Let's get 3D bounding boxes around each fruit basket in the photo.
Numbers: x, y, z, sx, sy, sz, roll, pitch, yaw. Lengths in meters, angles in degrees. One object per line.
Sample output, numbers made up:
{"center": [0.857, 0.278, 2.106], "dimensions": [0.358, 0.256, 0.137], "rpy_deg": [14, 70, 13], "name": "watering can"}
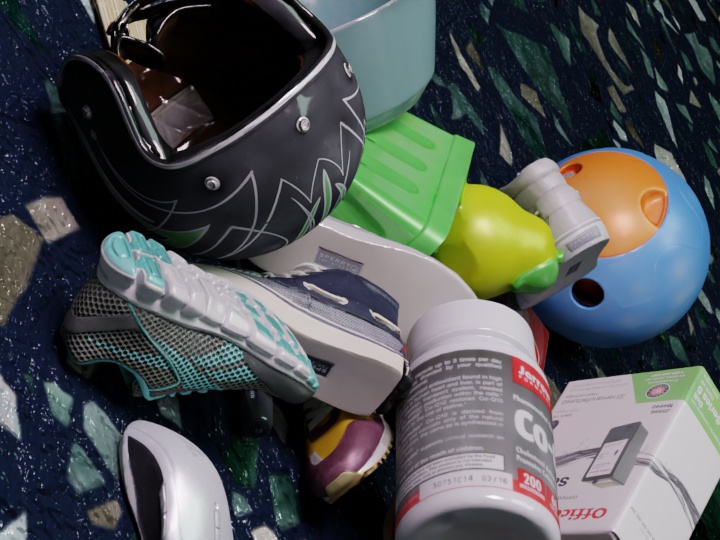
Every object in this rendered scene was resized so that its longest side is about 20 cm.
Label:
{"center": [0.055, -0.026, 1.613], "dimensions": [0.215, 0.155, 0.216], "rpy_deg": [34, 29, -23], "name": "fruit basket"}

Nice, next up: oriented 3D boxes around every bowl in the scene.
{"center": [-0.019, -0.176, 1.608], "dimensions": [0.201, 0.200, 0.105], "rpy_deg": [-70, 143, -60], "name": "bowl"}

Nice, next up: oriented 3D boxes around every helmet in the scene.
{"center": [-0.091, -0.100, 1.331], "dimensions": [0.191, 0.200, 0.200], "rpy_deg": [44, 21, 10], "name": "helmet"}

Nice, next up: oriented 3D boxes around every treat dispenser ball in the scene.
{"center": [0.250, -0.023, 1.965], "dimensions": [0.201, 0.201, 0.201], "rpy_deg": [46, 28, -33], "name": "treat dispenser ball"}

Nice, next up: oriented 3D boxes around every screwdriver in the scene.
{"center": [-0.081, 0.039, 1.424], "dimensions": [0.028, 0.029, 0.200], "rpy_deg": [42, 31, -40], "name": "screwdriver"}

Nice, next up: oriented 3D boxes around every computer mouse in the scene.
{"center": [-0.101, 0.177, 1.208], "dimensions": [0.110, 0.044, 0.200], "rpy_deg": [21, 46, -56], "name": "computer mouse"}

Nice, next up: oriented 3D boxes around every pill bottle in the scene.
{"center": [0.081, 0.122, 1.394], "dimensions": [0.114, 0.114, 0.200], "rpy_deg": [46, 30, -34], "name": "pill bottle"}

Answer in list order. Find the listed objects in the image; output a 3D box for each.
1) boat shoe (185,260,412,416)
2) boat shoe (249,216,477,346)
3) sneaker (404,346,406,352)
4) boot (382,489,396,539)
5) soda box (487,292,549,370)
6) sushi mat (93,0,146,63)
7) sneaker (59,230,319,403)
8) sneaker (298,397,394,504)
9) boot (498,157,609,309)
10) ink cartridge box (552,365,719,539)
{"center": [-0.057, 0.029, 1.381], "dimensions": [0.200, 0.075, 0.093], "rpy_deg": [27, 33, -19], "name": "boat shoe"}
{"center": [0.000, 0.000, 1.488], "dimensions": [0.200, 0.072, 0.069], "rpy_deg": [19, 16, -5], "name": "boat shoe"}
{"center": [0.089, 0.133, 1.589], "dimensions": [0.071, 0.098, 0.201], "rpy_deg": [19, 49, -61], "name": "sneaker"}
{"center": [0.096, 0.219, 1.416], "dimensions": [0.200, 0.155, 0.077], "rpy_deg": [-82, 158, -52], "name": "boot"}
{"center": [0.117, 0.094, 1.734], "dimensions": [0.070, 0.063, 0.200], "rpy_deg": [54, 25, -18], "name": "soda box"}
{"center": [-0.148, -0.118, 1.472], "dimensions": [0.096, 0.012, 0.200], "rpy_deg": [15, 52, -57], "name": "sushi mat"}
{"center": [-0.113, 0.049, 1.266], "dimensions": [0.200, 0.091, 0.078], "rpy_deg": [31, 17, -39], "name": "sneaker"}
{"center": [-0.026, 0.091, 1.441], "dimensions": [0.090, 0.075, 0.200], "rpy_deg": [45, 21, -16], "name": "sneaker"}
{"center": [0.159, -0.035, 1.711], "dimensions": [0.096, 0.073, 0.200], "rpy_deg": [60, -16, 11], "name": "boot"}
{"center": [0.210, 0.180, 1.641], "dimensions": [0.084, 0.145, 0.200], "rpy_deg": [57, 47, -23], "name": "ink cartridge box"}
